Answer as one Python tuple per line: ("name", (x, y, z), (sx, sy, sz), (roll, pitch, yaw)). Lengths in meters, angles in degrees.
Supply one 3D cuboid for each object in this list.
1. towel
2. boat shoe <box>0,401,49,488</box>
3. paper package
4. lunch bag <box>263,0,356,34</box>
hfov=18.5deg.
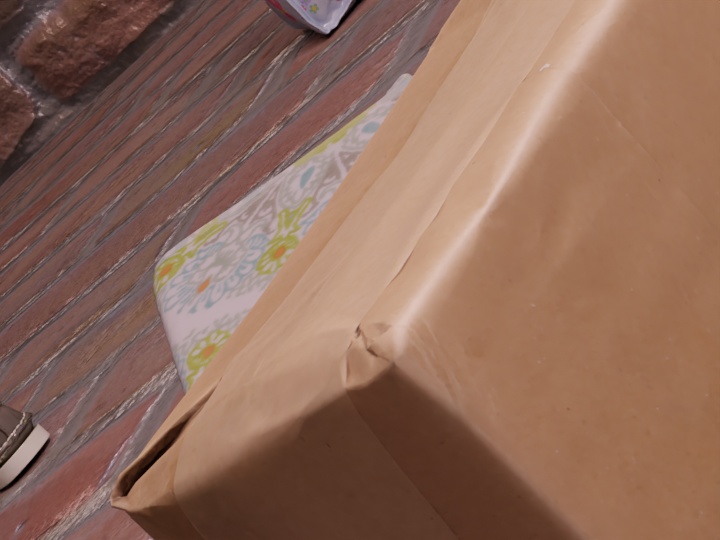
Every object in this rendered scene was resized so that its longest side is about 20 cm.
("towel", (0.000, 0.000, 0.912), (0.171, 0.048, 0.200), (-37, 25, 4))
("boat shoe", (-0.307, 0.143, 1.687), (0.202, 0.060, 0.072), (-29, 21, 51))
("paper package", (0.079, 0.039, 0.489), (0.103, 0.200, 0.191), (-30, 20, 49))
("lunch bag", (-0.076, -0.328, 2.071), (0.127, 0.200, 0.170), (-47, 12, -3))
